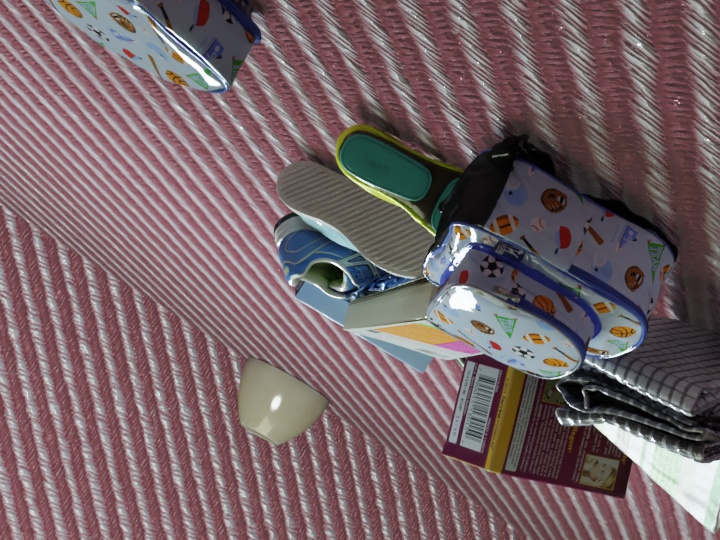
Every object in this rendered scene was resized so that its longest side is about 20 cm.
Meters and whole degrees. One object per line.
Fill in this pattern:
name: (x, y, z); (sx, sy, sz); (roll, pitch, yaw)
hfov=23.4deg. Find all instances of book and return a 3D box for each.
book: (0.083, 0.057, 1.783); (0.133, 0.048, 0.200); (18, 165, -22)

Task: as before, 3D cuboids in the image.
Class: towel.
towel: (0.284, 0.108, 1.529); (0.165, 0.086, 0.199); (23, -161, 40)
towel: (0.297, 0.150, 1.708); (0.200, 0.031, 0.150); (44, 151, 30)

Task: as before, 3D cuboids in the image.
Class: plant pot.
plant pot: (-0.185, 0.292, 3.715); (0.200, 0.135, 0.200); (29, 169, 6)

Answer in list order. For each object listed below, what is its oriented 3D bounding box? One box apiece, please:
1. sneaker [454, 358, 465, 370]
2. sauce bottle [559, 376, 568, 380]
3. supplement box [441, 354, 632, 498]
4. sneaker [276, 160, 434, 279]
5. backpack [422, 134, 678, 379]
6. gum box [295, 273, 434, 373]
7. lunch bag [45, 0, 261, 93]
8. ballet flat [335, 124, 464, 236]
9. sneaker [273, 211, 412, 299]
sneaker: (0.176, 0.125, 2.117); (0.199, 0.077, 0.114); (27, 164, -18)
sauce bottle: (0.273, 0.126, 1.860); (0.199, 0.065, 0.065); (27, 171, -15)
supplement box: (0.210, 0.170, 1.954); (0.199, 0.132, 0.103); (16, 178, -30)
sneaker: (0.010, -0.049, 1.779); (0.200, 0.074, 0.082); (34, 180, 23)
backpack: (0.153, 0.000, 1.419); (0.189, 0.155, 0.200); (19, 167, -4)
gum box: (0.006, 0.027, 1.989); (0.169, 0.045, 0.200); (31, -167, -11)
lunch bag: (-0.181, -0.224, 1.425); (0.199, 0.076, 0.160); (20, 164, 45)
ballet flat: (0.067, -0.070, 1.558); (0.199, 0.067, 0.067); (32, -169, -2)
sneaker: (0.000, 0.000, 1.862); (0.199, 0.077, 0.076); (11, 141, -18)
